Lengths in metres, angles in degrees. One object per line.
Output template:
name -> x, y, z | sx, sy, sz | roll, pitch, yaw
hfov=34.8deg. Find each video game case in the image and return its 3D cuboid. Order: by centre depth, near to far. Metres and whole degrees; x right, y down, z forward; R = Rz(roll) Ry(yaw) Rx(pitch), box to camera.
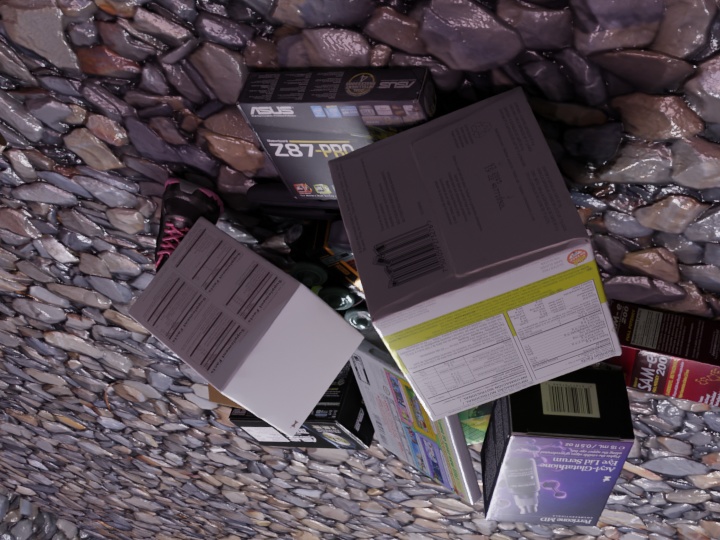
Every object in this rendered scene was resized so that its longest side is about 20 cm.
video game case -> 0.066, 0.188, 1.457 | 0.182, 0.022, 0.201 | 27, 145, 44

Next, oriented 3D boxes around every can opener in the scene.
can opener -> -0.050, -0.074, 1.296 | 0.199, 0.079, 0.063 | 14, 154, 34

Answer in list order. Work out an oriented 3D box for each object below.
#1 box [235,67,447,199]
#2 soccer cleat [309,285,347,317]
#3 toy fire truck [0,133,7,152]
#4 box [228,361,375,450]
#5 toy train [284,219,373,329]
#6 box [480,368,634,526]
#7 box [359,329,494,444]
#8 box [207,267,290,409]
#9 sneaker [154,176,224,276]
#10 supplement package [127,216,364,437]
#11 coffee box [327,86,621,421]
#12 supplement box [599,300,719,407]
box -> -0.004, -0.135, 1.167 | 0.199, 0.049, 0.161 | 3, 147, 24
soccer cleat -> -0.040, 0.056, 1.527 | 0.199, 0.068, 0.081 | 12, 139, 14
toy fire truck -> -0.452, -0.221, 1.228 | 0.200, 0.129, 0.176 | 24, 154, -36
box -> -0.065, 0.159, 1.616 | 0.199, 0.164, 0.086 | -5, 145, 36
toy train -> 0.000, 0.000, 1.383 | 0.114, 0.086, 0.200 | -18, 136, 36
box -> 0.232, 0.215, 1.393 | 0.147, 0.105, 0.200 | 3, 138, -2
box -> 0.102, 0.140, 1.478 | 0.144, 0.036, 0.200 | -17, 115, 30
box -> -0.145, 0.091, 1.539 | 0.163, 0.021, 0.201 | 6, 106, 33
sneaker -> -0.224, -0.039, 1.430 | 0.079, 0.096, 0.200 | 20, 151, 0
supplement package -> -0.135, 0.065, 1.360 | 0.200, 0.151, 0.152 | 32, 173, 40
coffee box -> 0.110, -0.012, 1.089 | 0.199, 0.200, 0.198 | -21, 141, 8
supplement box -> 0.385, 0.104, 1.351 | 0.199, 0.061, 0.109 | 12, 152, 16
